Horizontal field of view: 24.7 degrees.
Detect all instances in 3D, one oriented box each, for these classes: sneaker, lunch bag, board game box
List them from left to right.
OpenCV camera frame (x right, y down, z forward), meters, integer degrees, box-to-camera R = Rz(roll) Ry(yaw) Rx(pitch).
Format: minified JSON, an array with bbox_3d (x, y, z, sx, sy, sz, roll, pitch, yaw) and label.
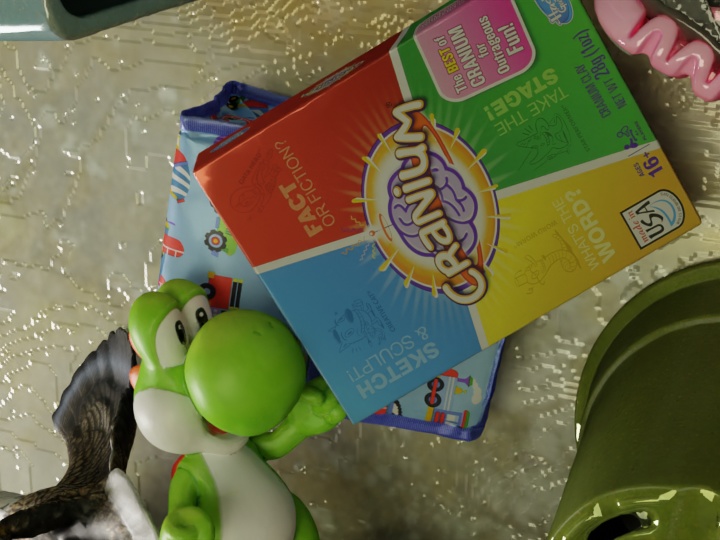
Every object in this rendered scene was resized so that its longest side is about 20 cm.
[{"bbox_3d":[0.000,0.000,0.874,0.198,0.094,0.152,13,110,9],"label":"lunch bag"},{"bbox_3d":[0.042,-0.040,0.798,0.199,0.040,0.154,-31,104,8],"label":"board game box"},{"bbox_3d":[0.206,-0.102,0.740,0.199,0.079,0.096,35,108,10],"label":"sneaker"}]

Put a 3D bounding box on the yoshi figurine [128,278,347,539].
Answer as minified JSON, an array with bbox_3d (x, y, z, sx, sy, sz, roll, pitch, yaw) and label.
[{"bbox_3d":[-0.056,0.101,0.825,0.111,0.112,0.202,-16,105,5],"label":"yoshi figurine"}]

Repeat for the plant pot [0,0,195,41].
[{"bbox_3d":[-0.184,-0.218,0.824,0.199,0.196,0.198,-3,106,33],"label":"plant pot"}]

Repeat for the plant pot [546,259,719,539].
[{"bbox_3d":[0.166,0.117,0.761,0.198,0.190,0.202,9,111,24],"label":"plant pot"}]

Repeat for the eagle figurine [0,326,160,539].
[{"bbox_3d":[-0.152,0.133,0.923,0.150,0.200,0.152,35,115,10],"label":"eagle figurine"}]
